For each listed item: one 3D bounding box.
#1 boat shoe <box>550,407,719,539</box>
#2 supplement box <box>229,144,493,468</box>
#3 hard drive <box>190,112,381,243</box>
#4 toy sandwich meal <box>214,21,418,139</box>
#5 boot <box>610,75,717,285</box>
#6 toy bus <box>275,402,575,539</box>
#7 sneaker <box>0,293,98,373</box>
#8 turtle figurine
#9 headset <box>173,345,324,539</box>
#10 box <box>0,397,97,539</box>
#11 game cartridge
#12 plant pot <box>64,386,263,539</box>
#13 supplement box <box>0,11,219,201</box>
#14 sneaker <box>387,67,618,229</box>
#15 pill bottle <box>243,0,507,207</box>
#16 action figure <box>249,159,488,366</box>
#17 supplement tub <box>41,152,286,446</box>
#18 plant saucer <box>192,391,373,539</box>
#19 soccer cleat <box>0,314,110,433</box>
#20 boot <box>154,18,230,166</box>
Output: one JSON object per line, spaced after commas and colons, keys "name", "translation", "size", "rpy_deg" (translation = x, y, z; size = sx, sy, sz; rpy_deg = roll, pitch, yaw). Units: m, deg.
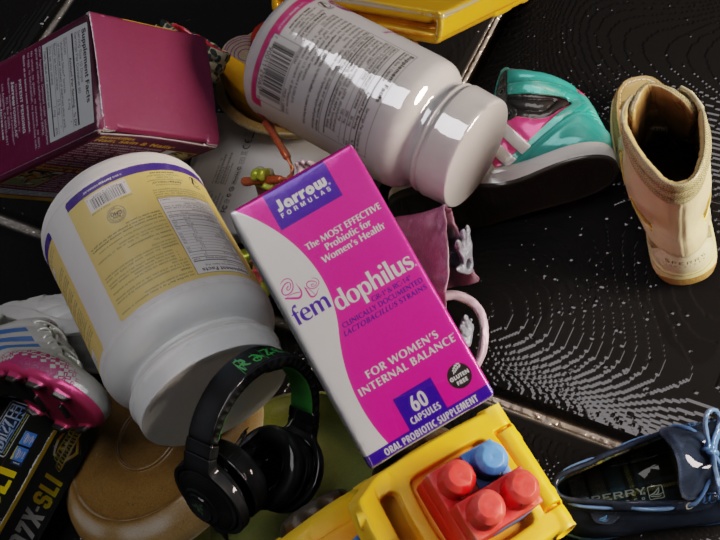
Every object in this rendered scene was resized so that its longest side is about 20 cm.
{"name": "boat shoe", "translation": [0.233, 0.150, 0.883], "size": [0.199, 0.069, 0.085], "rpy_deg": [-23, 56, 5]}
{"name": "supplement box", "translation": [-0.002, 0.026, 0.875], "size": [0.101, 0.103, 0.201], "rpy_deg": [-30, 86, -4]}
{"name": "hard drive", "translation": [-0.077, -0.085, 1.154], "size": [0.198, 0.027, 0.133], "rpy_deg": [6, 63, 23]}
{"name": "toy sandwich meal", "translation": [-0.049, -0.202, 1.165], "size": [0.203, 0.071, 0.206], "rpy_deg": [-6, 47, 6]}
{"name": "boot", "translation": [0.238, -0.109, 0.982], "size": [0.072, 0.156, 0.201], "rpy_deg": [-11, 57, 12]}
{"name": "toy bus", "translation": [0.044, 0.181, 0.831], "size": [0.199, 0.192, 0.136], "rpy_deg": [-27, 74, -18]}
{"name": "sneaker", "translation": [-0.248, 0.036, 1.126], "size": [0.199, 0.074, 0.116], "rpy_deg": [3, 41, 32]}
{"name": "turtle figurine", "translation": [-0.081, -0.017, 1.077], "size": [0.160, 0.064, 0.201], "rpy_deg": [-28, 93, 9]}
{"name": "headset", "translation": [-0.093, 0.151, 0.915], "size": [0.093, 0.123, 0.202], "rpy_deg": [17, 105, 34]}
{"name": "box", "translation": [-0.332, 0.196, 1.043], "size": [0.159, 0.049, 0.201], "rpy_deg": [10, 64, 37]}
{"name": "game cartridge", "translation": [0.042, -0.257, 1.147], "size": [0.175, 0.033, 0.200], "rpy_deg": [15, 26, 26]}
{"name": "plant pot", "translation": [-0.173, 0.143, 1.028], "size": [0.199, 0.028, 0.201], "rpy_deg": [-18, 50, 22]}
{"name": "supplement box", "translation": [-0.239, -0.133, 1.058], "size": [0.199, 0.130, 0.104], "rpy_deg": [-15, 78, 38]}
{"name": "sneaker", "translation": [0.117, -0.114, 1.071], "size": [0.198, 0.084, 0.122], "rpy_deg": [-12, 56, 13]}
{"name": "pill bottle", "translation": [0.013, -0.139, 1.007], "size": [0.199, 0.114, 0.114], "rpy_deg": [31, 73, 20]}
{"name": "action figure", "translation": [0.000, 0.000, 1.004], "size": [0.198, 0.149, 0.135], "rpy_deg": [3, 67, 24]}
{"name": "supplement tub", "translation": [-0.155, 0.022, 0.973], "size": [0.145, 0.146, 0.201], "rpy_deg": [-32, 61, -1]}
{"name": "plant saucer", "translation": [-0.049, 0.194, 0.977], "size": [0.198, 0.031, 0.201], "rpy_deg": [-9, 57, 14]}
{"name": "soccer cleat", "translation": [-0.264, 0.074, 1.012], "size": [0.199, 0.070, 0.086], "rpy_deg": [9, 48, 39]}
{"name": "boot", "translation": [-0.207, -0.166, 1.173], "size": [0.203, 0.073, 0.155], "rpy_deg": [34, 105, 42]}
